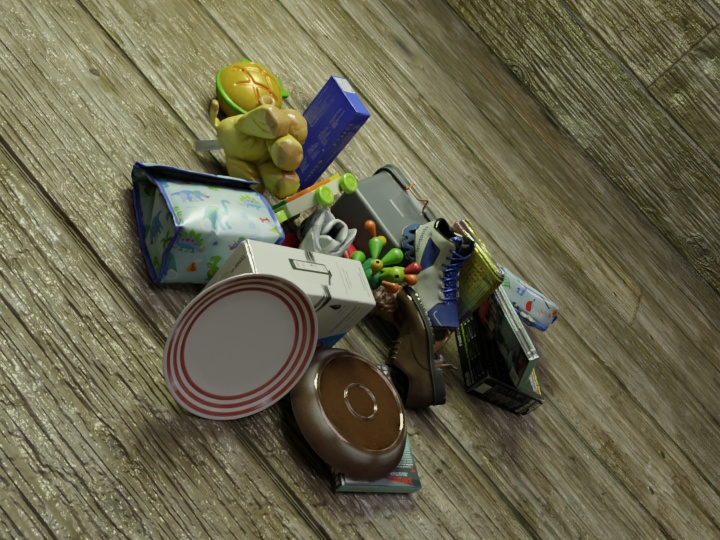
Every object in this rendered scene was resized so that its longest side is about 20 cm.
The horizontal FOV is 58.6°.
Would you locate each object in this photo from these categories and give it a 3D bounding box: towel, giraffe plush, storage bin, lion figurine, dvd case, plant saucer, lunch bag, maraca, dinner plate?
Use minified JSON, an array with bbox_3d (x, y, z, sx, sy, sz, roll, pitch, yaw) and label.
[{"bbox_3d":[0.162,0.023,1.145,0.023,0.200,0.144,-1,48,-43],"label":"towel"},{"bbox_3d":[-0.159,-0.227,1.115,0.199,0.173,0.162,20,33,21],"label":"giraffe plush"},{"bbox_3d":[0.049,-0.095,1.216,0.134,0.146,0.200,-23,72,-50],"label":"storage bin"},{"bbox_3d":[0.088,0.102,1.114,0.122,0.072,0.201,-18,73,-46],"label":"lion figurine"},{"bbox_3d":[0.250,0.096,1.138,0.022,0.146,0.201,-18,61,-6],"label":"dvd case"},{"bbox_3d":[-0.006,0.188,0.893,0.200,0.032,0.201,27,39,-25],"label":"plant saucer"},{"bbox_3d":[0.327,0.058,1.341,0.160,0.076,0.200,34,7,-4],"label":"lunch bag"},{"bbox_3d":[-0.205,-0.346,1.233,0.137,0.107,0.200,40,34,-14],"label":"maraca"},{"bbox_3d":[0.005,0.220,0.932,0.145,0.022,0.201,16,43,-37],"label":"dvd case"},{"bbox_3d":[-0.227,-0.082,0.929,0.169,0.128,0.200,6,37,-38],"label":"lunch bag"},{"bbox_3d":[-0.145,0.092,0.787,0.199,0.201,0.024,14,16,-38],"label":"dinner plate"}]

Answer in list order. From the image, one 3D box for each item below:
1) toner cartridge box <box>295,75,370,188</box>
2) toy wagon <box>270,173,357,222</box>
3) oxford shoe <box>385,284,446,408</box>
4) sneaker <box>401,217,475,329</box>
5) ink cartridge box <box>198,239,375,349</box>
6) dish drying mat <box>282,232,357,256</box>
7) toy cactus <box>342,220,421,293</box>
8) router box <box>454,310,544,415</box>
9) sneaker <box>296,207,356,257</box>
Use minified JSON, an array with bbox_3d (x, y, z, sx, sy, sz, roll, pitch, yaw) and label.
[{"bbox_3d":[-0.075,-0.252,1.191,0.043,0.200,0.095,-5,59,-50],"label":"toner cartridge box"},{"bbox_3d":[-0.102,-0.105,1.045,0.200,0.155,0.040,-35,101,-49],"label":"toy wagon"},{"bbox_3d":[0.079,0.123,1.040,0.084,0.073,0.201,-9,77,-6],"label":"oxford shoe"},{"bbox_3d":[0.141,-0.004,1.092,0.080,0.115,0.201,1,71,-42],"label":"sneaker"},{"bbox_3d":[-0.104,0.045,0.898,0.199,0.146,0.085,9,48,-40],"label":"ink cartridge box"},{"bbox_3d":[-0.082,-0.035,1.121,0.200,0.018,0.077,-11,63,-51],"label":"dish drying mat"},{"bbox_3d":[0.000,0.000,1.061,0.200,0.164,0.103,37,-28,58],"label":"toy cactus"},{"bbox_3d":[0.263,0.163,1.243,0.149,0.062,0.201,26,39,-26],"label":"router box"},{"bbox_3d":[-0.055,-0.060,1.056,0.075,0.115,0.200,36,36,-14],"label":"sneaker"}]
